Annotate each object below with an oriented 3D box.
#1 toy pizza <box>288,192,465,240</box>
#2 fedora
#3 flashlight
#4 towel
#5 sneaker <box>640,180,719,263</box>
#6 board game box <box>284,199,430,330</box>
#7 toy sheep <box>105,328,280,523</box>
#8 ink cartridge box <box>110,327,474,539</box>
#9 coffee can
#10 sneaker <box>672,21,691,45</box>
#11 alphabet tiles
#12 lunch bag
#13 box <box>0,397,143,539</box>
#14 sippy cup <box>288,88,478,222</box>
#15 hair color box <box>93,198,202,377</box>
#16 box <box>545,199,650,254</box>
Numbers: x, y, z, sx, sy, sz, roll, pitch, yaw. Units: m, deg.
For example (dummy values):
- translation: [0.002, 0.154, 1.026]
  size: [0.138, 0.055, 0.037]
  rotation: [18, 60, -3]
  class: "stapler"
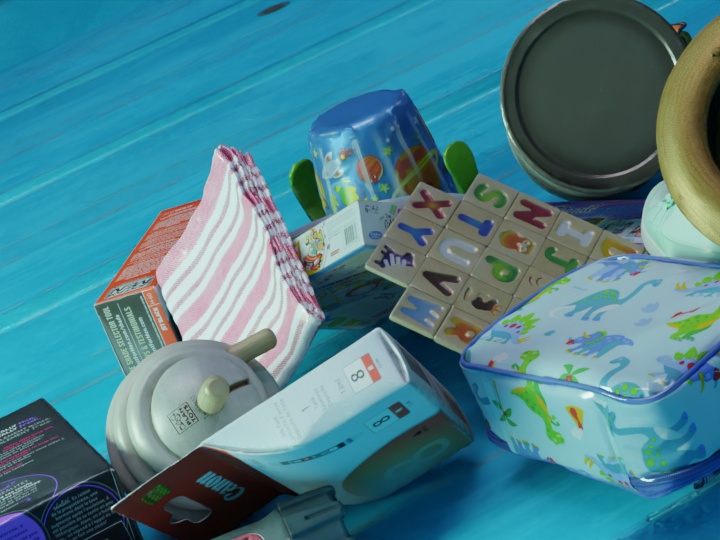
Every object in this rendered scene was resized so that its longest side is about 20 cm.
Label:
- translation: [0.017, -0.013, 1.563]
  size: [0.198, 0.032, 0.200]
  rotation: [-12, -15, -3]
  class: "toy pizza"
- translation: [0.283, -0.079, 1.194]
  size: [0.199, 0.202, 0.082]
  rotation: [-18, -22, 12]
  class: "fedora"
- translation: [-0.098, 0.195, 1.201]
  size: [0.198, 0.068, 0.068]
  rotation: [-20, -20, -7]
  class: "flashlight"
- translation: [-0.096, 0.021, 1.461]
  size: [0.030, 0.147, 0.201]
  rotation: [8, 38, -32]
  class: "towel"
- translation: [0.240, -0.049, 1.331]
  size: [0.073, 0.119, 0.201]
  rotation: [5, 25, -3]
  class: "sneaker"
- translation: [0.000, 0.000, 1.469]
  size: [0.133, 0.035, 0.200]
  rotation: [3, -20, -35]
  class: "board game box"
- translation: [-0.107, 0.107, 1.324]
  size: [0.137, 0.138, 0.200]
  rotation: [-29, -18, -22]
  class: "toy sheep"
- translation: [-0.037, 0.125, 1.226]
  size: [0.199, 0.050, 0.162]
  rotation: [-36, -24, 4]
  class: "ink cartridge box"
- translation: [0.183, -0.129, 1.539]
  size: [0.145, 0.148, 0.200]
  rotation: [-20, -2, 4]
  class: "coffee can"
- translation: [0.264, -0.209, 1.893]
  size: [0.111, 0.078, 0.201]
  rotation: [-15, 31, 8]
  class: "sneaker"
- translation: [0.111, 0.008, 1.344]
  size: [0.199, 0.006, 0.167]
  rotation: [25, 45, 10]
  class: "alphabet tiles"
- translation: [0.172, 0.056, 1.188]
  size: [0.160, 0.083, 0.199]
  rotation: [-35, 23, -27]
  class: "lunch bag"
- translation: [-0.224, 0.177, 1.314]
  size: [0.121, 0.107, 0.200]
  rotation: [-25, 18, -16]
  class: "box"
- translation: [0.018, -0.083, 1.715]
  size: [0.176, 0.131, 0.140]
  rotation: [-19, 18, 11]
  class: "sippy cup"
- translation: [-0.154, 0.023, 1.664]
  size: [0.061, 0.102, 0.200]
  rotation: [-15, 21, 18]
  class: "hair color box"
- translation: [0.165, -0.006, 1.486]
  size: [0.137, 0.039, 0.199]
  rotation: [-36, 23, -35]
  class: "box"
